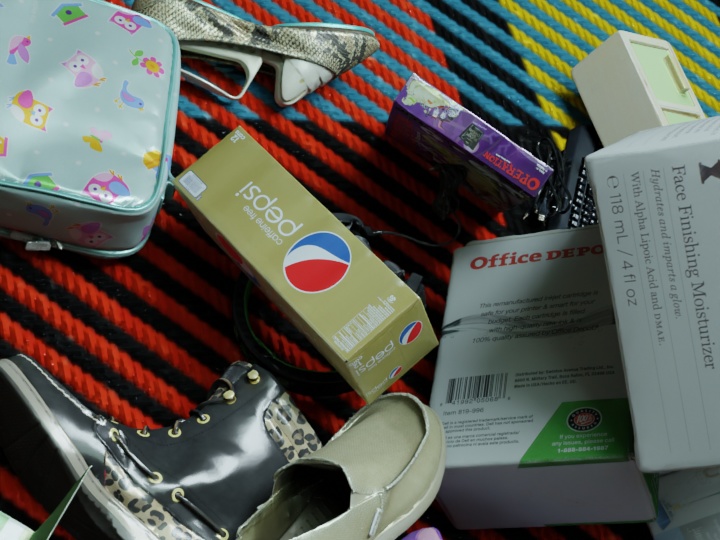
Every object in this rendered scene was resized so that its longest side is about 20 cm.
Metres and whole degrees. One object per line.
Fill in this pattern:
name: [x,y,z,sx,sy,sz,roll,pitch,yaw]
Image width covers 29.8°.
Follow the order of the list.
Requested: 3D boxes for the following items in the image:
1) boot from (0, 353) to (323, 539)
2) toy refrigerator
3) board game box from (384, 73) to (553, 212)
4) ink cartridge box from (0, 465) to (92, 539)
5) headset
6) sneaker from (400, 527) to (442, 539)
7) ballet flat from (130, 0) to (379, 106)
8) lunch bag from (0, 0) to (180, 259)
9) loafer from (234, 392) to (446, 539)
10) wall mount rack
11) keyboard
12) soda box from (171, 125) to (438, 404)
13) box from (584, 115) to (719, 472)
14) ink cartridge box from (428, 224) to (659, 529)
boot: [-0.124,0.106,0.848,0.200,0.073,0.151,47,52,5]
toy refrigerator: [0.263,-0.106,1.167,0.076,0.070,0.200,3,58,-41]
board game box: [0.076,-0.091,1.019,0.120,0.200,0.032,39,89,0]
ink cartridge box: [-0.211,0.179,0.673,0.048,0.200,0.146,31,50,-6]
headset: [0.000,0.000,0.963,0.200,0.094,0.123,-38,72,-25]
sneaker: [0.084,0.236,0.861,0.200,0.081,0.088,38,42,4]
ballet flat: [-0.085,-0.168,1.073,0.200,0.068,0.075,9,76,-13]
lunch bag: [-0.205,-0.103,0.952,0.160,0.077,0.200,15,53,-18]
loafer: [-0.010,0.135,0.825,0.076,0.068,0.200,4,36,31]
wall mount rack: [0.201,0.164,0.941,0.173,0.075,0.200,-20,32,5]
keyboard: [0.190,-0.050,1.131,0.104,0.040,0.200,25,50,-9]
soda box: [-0.038,-0.006,0.902,0.064,0.068,0.200,-40,58,-8]
box: [0.240,0.003,0.867,0.200,0.130,0.199,-26,105,-67]
ink cartridge box: [0.132,0.072,0.942,0.146,0.083,0.200,-7,47,23]
